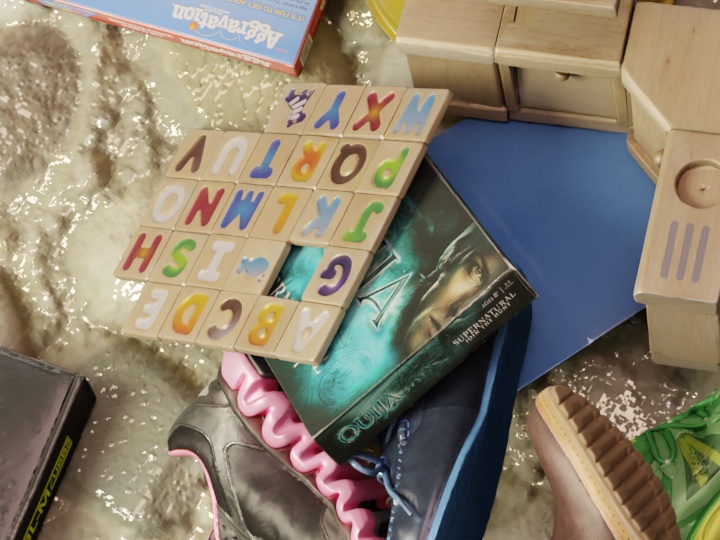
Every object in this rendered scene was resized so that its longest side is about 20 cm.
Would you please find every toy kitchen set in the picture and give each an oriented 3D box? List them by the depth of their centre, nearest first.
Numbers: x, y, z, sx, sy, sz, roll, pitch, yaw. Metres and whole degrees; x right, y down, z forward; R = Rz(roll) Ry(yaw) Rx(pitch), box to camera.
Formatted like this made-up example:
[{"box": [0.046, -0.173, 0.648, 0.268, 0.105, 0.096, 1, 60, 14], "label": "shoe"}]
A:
[{"box": [0.105, -0.077, 1.434, 0.199, 0.163, 0.181, 8, 63, 14], "label": "toy kitchen set"}]

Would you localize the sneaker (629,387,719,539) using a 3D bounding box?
[{"box": [0.173, 0.101, 1.444, 0.083, 0.074, 0.200, 30, 75, 13], "label": "sneaker"}]

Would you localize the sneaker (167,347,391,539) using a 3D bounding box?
[{"box": [-0.033, 0.136, 1.468, 0.095, 0.079, 0.200, -41, 67, 14], "label": "sneaker"}]

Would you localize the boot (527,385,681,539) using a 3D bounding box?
[{"box": [0.092, 0.179, 1.391, 0.166, 0.072, 0.201, -35, 76, 22], "label": "boot"}]

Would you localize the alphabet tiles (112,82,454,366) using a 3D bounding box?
[{"box": [-0.053, -0.031, 1.499, 0.199, 0.008, 0.168, 7, 64, 48], "label": "alphabet tiles"}]

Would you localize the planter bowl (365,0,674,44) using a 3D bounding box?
[{"box": [0.090, -0.211, 1.574, 0.199, 0.084, 0.202, -2, 68, 6], "label": "planter bowl"}]

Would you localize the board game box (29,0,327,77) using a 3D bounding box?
[{"box": [-0.111, -0.187, 1.619, 0.199, 0.019, 0.103, 17, 74, 15], "label": "board game box"}]

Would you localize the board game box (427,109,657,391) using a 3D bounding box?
[{"box": [0.084, -0.009, 1.521, 0.199, 0.039, 0.158, -33, 62, -8], "label": "board game box"}]

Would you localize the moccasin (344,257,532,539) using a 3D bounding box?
[{"box": [0.038, 0.086, 1.427, 0.068, 0.081, 0.201, 7, 57, 18], "label": "moccasin"}]

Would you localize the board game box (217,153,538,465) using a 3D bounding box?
[{"box": [0.000, 0.000, 1.457, 0.135, 0.028, 0.200, -41, 36, 4], "label": "board game box"}]

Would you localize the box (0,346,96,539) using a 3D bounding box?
[{"box": [-0.272, 0.118, 1.509, 0.199, 0.048, 0.194, 19, 74, 13], "label": "box"}]
